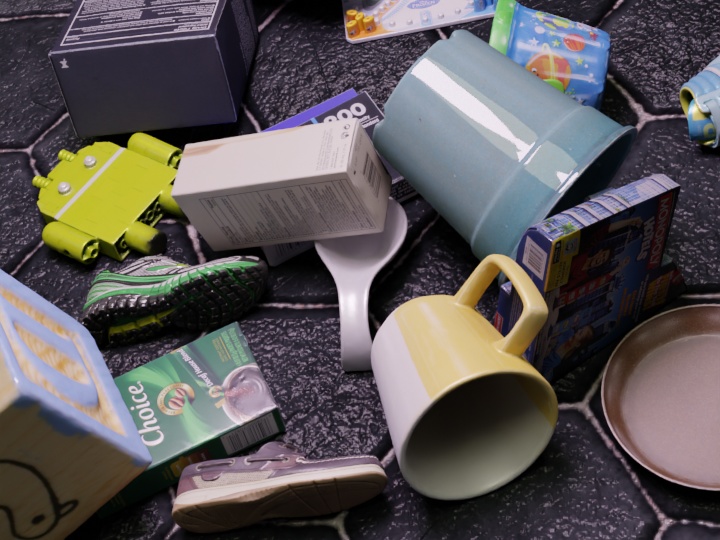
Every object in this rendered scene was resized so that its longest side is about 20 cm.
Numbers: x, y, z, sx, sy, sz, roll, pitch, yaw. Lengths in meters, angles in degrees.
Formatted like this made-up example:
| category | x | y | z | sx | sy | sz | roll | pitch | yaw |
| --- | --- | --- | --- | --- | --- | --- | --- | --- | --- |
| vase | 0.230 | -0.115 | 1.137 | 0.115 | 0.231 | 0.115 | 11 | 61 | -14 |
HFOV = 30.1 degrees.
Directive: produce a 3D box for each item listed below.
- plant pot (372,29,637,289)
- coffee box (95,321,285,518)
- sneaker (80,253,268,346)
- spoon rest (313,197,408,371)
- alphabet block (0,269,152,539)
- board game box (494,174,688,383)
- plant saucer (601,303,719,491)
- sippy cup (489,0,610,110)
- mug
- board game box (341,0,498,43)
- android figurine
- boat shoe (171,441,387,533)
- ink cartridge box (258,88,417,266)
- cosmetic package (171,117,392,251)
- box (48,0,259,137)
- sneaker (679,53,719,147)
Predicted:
| category | x | y | z | sx | sy | sz | roll | pitch | yaw |
| --- | --- | --- | --- | --- | --- | --- | --- | --- | --- |
| plant pot | 0.129 | -0.117 | 1.303 | 0.196 | 0.201 | 0.200 | 40 | 66 | 13 |
| coffee box | -0.184 | 0.143 | 1.296 | 0.199 | 0.044 | 0.123 | -24 | 50 | -7 |
| sneaker | -0.193 | 0.011 | 1.388 | 0.198 | 0.078 | 0.086 | -10 | 48 | 5 |
| spoon rest | 0.000 | 0.000 | 1.351 | 0.099 | 0.061 | 0.201 | -5 | 57 | 8 |
| alphabet block | -0.344 | 0.138 | 1.205 | 0.200 | 0.195 | 0.197 | -41 | 48 | 6 |
| board game box | 0.225 | -0.001 | 1.254 | 0.199 | 0.201 | 0.062 | -23 | 48 | -26 |
| plant saucer | 0.319 | 0.118 | 1.211 | 0.199 | 0.032 | 0.201 | -7 | 49 | 8 |
| sippy cup | 0.204 | -0.221 | 1.466 | 0.129 | 0.140 | 0.179 | 9 | 61 | 6 |
| mug | 0.095 | 0.091 | 1.213 | 0.186 | 0.150 | 0.153 | -34 | 41 | 4 |
| board game box | 0.071 | -0.376 | 1.689 | 0.198 | 0.026 | 0.201 | -10 | 49 | 5 |
| android figurine | -0.282 | -0.084 | 1.515 | 0.199 | 0.041 | 0.182 | 25 | 60 | 28 |
| boat shoe | -0.075 | 0.188 | 1.217 | 0.198 | 0.072 | 0.065 | -13 | 53 | 10 |
| ink cartridge box | -0.055 | -0.119 | 1.490 | 0.197 | 0.044 | 0.200 | -27 | 49 | -9 |
| cosmetic package | -0.079 | -0.085 | 1.360 | 0.199 | 0.105 | 0.071 | -5 | 53 | 23 |
| box | -0.237 | -0.264 | 1.584 | 0.198 | 0.124 | 0.199 | -4 | 37 | 10 |
| sneaker | 0.417 | -0.157 | 1.392 | 0.130 | 0.080 | 0.200 | -34 | 42 | -18 |
